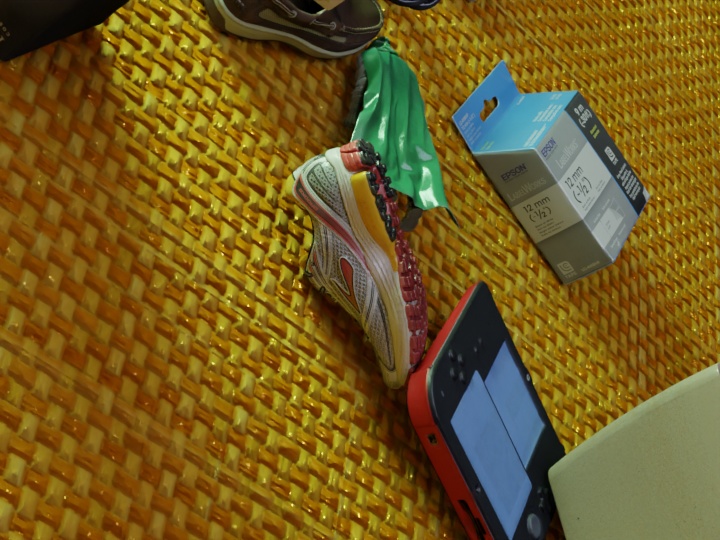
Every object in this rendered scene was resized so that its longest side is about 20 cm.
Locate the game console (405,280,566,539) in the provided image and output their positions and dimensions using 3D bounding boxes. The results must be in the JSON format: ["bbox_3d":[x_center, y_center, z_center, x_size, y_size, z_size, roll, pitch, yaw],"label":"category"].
[{"bbox_3d":[0.110,0.131,1.230,0.200,0.031,0.177,64,35,-19],"label":"game console"}]

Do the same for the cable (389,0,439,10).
[{"bbox_3d":[-0.007,-0.288,1.331,0.163,0.051,0.200,48,23,12],"label":"cable"}]

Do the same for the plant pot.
[{"bbox_3d":[0.275,0.206,1.270,0.200,0.177,0.200,14,58,-60],"label":"plant pot"}]

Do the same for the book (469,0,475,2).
[{"bbox_3d":[0.059,-0.375,1.509,0.200,0.048,0.134,33,50,-36],"label":"book"}]

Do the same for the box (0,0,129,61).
[{"bbox_3d":[-0.200,-0.279,1.008,0.200,0.198,0.123,59,38,-5],"label":"box"}]

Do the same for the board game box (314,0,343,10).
[{"bbox_3d":[-0.075,-0.273,0.960,0.200,0.034,0.135,31,49,-35],"label":"board game box"}]

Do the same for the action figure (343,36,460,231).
[{"bbox_3d":[0.025,-0.128,1.302,0.118,0.055,0.200,29,41,-34],"label":"action figure"}]

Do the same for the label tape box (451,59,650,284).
[{"bbox_3d":[0.189,-0.108,1.475,0.200,0.066,0.143,55,37,-12],"label":"label tape box"}]

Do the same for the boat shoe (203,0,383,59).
[{"bbox_3d":[-0.037,-0.225,1.271,0.202,0.075,0.075,-8,74,-52],"label":"boat shoe"}]

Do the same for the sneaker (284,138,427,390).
[{"bbox_3d":[0.000,0.000,1.187,0.078,0.082,0.200,-53,126,-71],"label":"sneaker"}]
